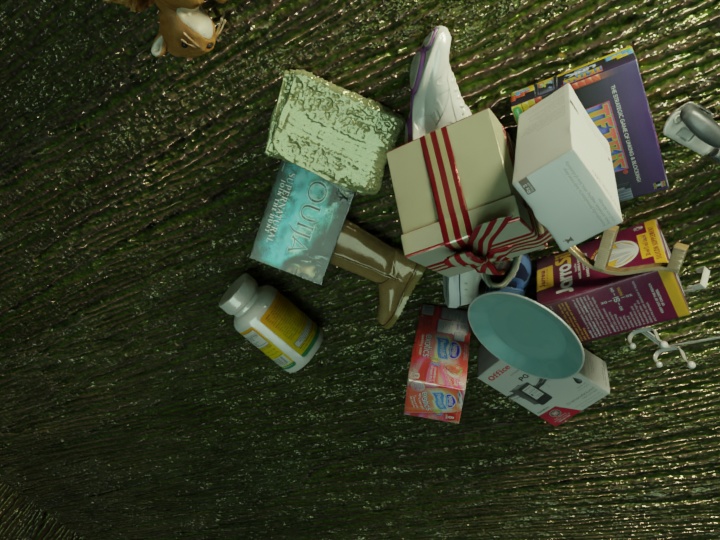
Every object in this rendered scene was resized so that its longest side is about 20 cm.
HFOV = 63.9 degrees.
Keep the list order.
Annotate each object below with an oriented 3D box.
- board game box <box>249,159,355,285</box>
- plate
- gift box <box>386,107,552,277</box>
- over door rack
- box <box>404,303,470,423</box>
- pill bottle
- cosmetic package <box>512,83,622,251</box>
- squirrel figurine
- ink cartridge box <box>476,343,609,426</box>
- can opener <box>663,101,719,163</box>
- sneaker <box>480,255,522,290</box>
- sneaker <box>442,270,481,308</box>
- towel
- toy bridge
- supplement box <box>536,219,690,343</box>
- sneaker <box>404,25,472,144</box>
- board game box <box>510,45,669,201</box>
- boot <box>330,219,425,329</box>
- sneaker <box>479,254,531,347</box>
[{"bbox_3d":[-0.093,-0.091,0.974,0.134,0.028,0.201,20,104,-1],"label":"board game box"},{"bbox_3d":[0.268,0.101,0.937,0.199,0.026,0.201,30,150,20],"label":"plate"},{"bbox_3d":[0.161,-0.094,0.805,0.199,0.188,0.184,-19,161,31],"label":"gift box"},{"bbox_3d":[0.524,0.092,0.952,0.147,0.067,0.200,33,142,-13],"label":"over door rack"},{"bbox_3d":[0.144,0.164,1.052,0.102,0.201,0.095,8,128,8],"label":"box"},{"bbox_3d":[-0.179,0.101,1.151,0.200,0.113,0.113,43,127,-19],"label":"pill bottle"},{"bbox_3d":[0.252,-0.132,0.711,0.081,0.201,0.113,-31,115,33],"label":"cosmetic package"},{"bbox_3d":[-0.267,-0.394,0.786,0.199,0.142,0.187,25,142,14],"label":"squirrel figurine"},{"bbox_3d":[0.340,0.187,1.092,0.199,0.084,0.145,31,130,-11],"label":"ink cartridge box"},{"bbox_3d":[0.502,-0.163,0.782,0.199,0.067,0.053,24,129,-10],"label":"can opener"},{"bbox_3d":[0.236,-0.061,0.905,0.073,0.079,0.202,11,107,9],"label":"sneaker"},{"bbox_3d":[0.178,-0.024,0.989,0.070,0.073,0.201,-10,130,-4],"label":"sneaker"},{"bbox_3d":[-0.042,-0.213,0.895,0.199,0.037,0.149,22,117,-2],"label":"towel"},{"bbox_3d":[0.351,-0.032,0.829,0.199,0.027,0.068,20,119,28],"label":"toy bridge"},{"bbox_3d":[0.391,0.023,0.916,0.199,0.131,0.103,-22,118,29],"label":"supplement box"},{"bbox_3d":[0.117,-0.247,0.826,0.099,0.075,0.201,1,134,-2],"label":"sneaker"},{"bbox_3d":[0.324,-0.184,0.817,0.164,0.057,0.201,-16,122,28],"label":"board game box"},{"bbox_3d":[0.000,0.000,1.055,0.199,0.066,0.176,23,118,-5],"label":"boot"},{"bbox_3d":[0.250,0.052,1.011,0.073,0.082,0.201,13,128,7],"label":"sneaker"}]
